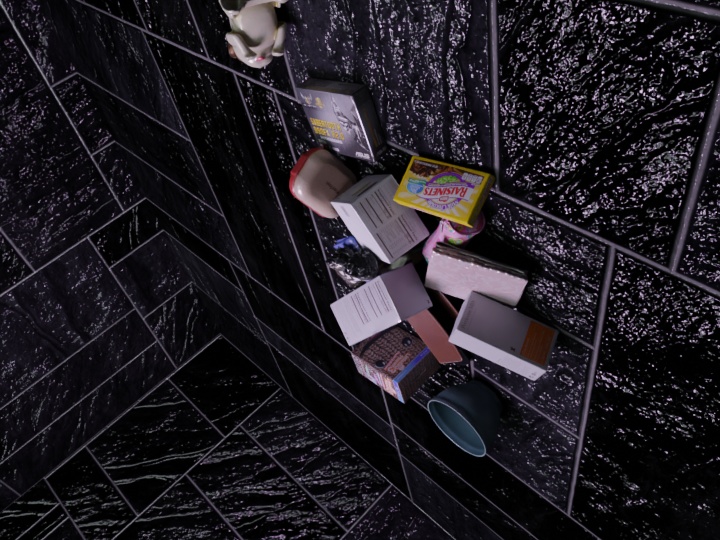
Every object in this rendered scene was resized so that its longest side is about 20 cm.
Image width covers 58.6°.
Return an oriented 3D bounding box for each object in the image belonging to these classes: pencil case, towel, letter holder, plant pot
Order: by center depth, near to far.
[{"bbox_3d":[0.186,-0.072,1.312,0.087,0.087,0.200,45,159,9],"label":"pencil case"},{"bbox_3d":[0.234,0.018,1.322,0.200,0.032,0.191,19,157,9],"label":"towel"},{"bbox_3d":[0.205,0.110,1.505,0.142,0.101,0.200,-15,118,51],"label":"letter holder"},{"bbox_3d":[0.015,0.001,1.575,0.200,0.024,0.145,53,164,-8],"label":"towel"},{"bbox_3d":[0.301,0.385,1.748,0.200,0.134,0.200,39,155,22],"label":"plant pot"}]

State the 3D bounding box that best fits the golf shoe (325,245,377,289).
[{"bbox_3d":[0.000,0.000,1.472,0.095,0.078,0.200,51,169,-25],"label":"golf shoe"}]

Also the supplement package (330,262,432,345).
[{"bbox_3d":[0.045,0.078,1.452,0.200,0.114,0.110,-32,82,48],"label":"supplement package"}]

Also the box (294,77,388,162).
[{"bbox_3d":[-0.041,-0.326,1.381,0.200,0.048,0.159,24,147,45],"label":"box"}]

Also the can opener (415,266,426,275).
[{"bbox_3d":[0.096,0.000,1.644,0.200,0.079,0.064,7,95,54],"label":"can opener"}]

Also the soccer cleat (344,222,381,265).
[{"bbox_3d":[0.018,-0.099,1.616,0.085,0.069,0.200,-12,103,22],"label":"soccer cleat"}]

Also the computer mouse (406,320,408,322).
[{"bbox_3d":[0.162,0.117,1.705,0.200,0.053,0.139,30,151,12],"label":"computer mouse"}]

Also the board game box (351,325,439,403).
[{"bbox_3d":[0.102,0.264,1.891,0.200,0.159,0.097,27,148,41],"label":"board game box"}]

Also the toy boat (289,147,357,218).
[{"bbox_3d":[-0.103,-0.213,1.519,0.131,0.131,0.200,33,179,38],"label":"toy boat"}]

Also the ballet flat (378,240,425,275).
[{"bbox_3d":[0.085,-0.012,1.542,0.068,0.072,0.200,57,140,3],"label":"ballet flat"}]

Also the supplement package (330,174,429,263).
[{"bbox_3d":[0.038,-0.118,1.416,0.156,0.111,0.200,56,172,-14],"label":"supplement package"}]

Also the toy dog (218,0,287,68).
[{"bbox_3d":[-0.231,-0.512,1.329,0.194,0.139,0.200,54,160,24],"label":"toy dog"}]

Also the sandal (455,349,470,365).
[{"bbox_3d":[0.221,0.190,1.648,0.076,0.043,0.200,-14,132,42],"label":"sandal"}]

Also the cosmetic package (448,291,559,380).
[{"bbox_3d":[0.298,0.136,1.337,0.200,0.102,0.071,24,154,4],"label":"cosmetic package"}]

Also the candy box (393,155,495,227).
[{"bbox_3d":[0.156,-0.155,1.227,0.026,0.102,0.200,22,-178,-45],"label":"candy box"}]
